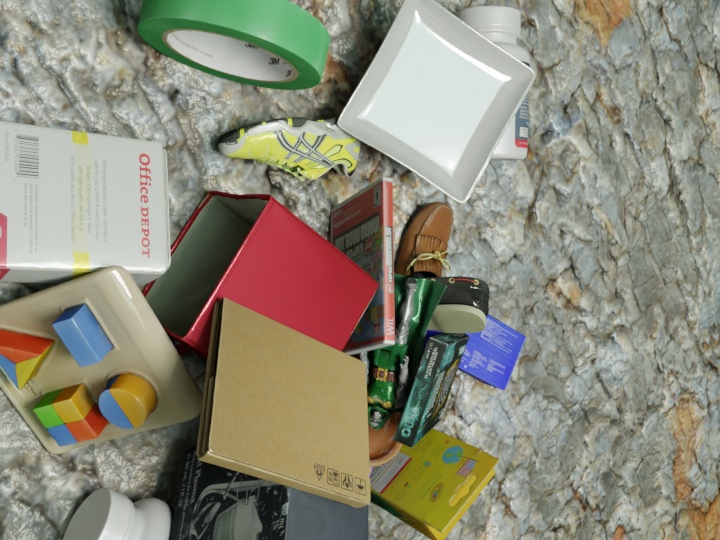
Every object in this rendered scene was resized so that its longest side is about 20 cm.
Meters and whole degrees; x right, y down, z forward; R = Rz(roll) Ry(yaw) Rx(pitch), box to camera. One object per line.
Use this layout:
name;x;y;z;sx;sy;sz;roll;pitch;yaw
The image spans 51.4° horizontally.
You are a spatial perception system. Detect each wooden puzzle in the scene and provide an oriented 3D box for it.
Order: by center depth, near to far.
wooden puzzle;-0.289;0.106;0.770;0.199;0.046;0.186;-19;113;16

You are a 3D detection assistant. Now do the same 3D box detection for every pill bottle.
pill bottle;-0.233;0.334;0.859;0.200;0.119;0.120;40;74;-30
pill bottle;0.177;-0.258;1.053;0.119;0.119;0.202;-3;98;-34

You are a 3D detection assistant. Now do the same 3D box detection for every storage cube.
storage cube;-0.123;0.034;0.866;0.180;0.171;0.201;38;75;-33

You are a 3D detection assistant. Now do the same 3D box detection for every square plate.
square plate;0.098;-0.219;0.958;0.199;0.028;0.199;30;90;-13

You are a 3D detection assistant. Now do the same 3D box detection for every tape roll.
tape roll;-0.134;-0.251;0.802;0.199;0.200;0.049;15;88;-34

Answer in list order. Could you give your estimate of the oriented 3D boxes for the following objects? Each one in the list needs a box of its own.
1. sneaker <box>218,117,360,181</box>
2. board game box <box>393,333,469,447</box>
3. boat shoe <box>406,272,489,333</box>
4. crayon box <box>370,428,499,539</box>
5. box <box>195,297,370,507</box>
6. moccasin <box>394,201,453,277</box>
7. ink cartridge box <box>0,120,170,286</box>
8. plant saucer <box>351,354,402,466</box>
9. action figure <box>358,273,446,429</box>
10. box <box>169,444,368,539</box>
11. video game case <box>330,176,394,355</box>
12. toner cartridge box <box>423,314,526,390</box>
sneaker;-0.079;-0.149;0.929;0.199;0.075;0.077;-9;99;-32
board game box;0.099;0.150;0.997;0.200;0.028;0.136;8;101;-74
boat shoe;0.072;0.040;0.992;0.074;0.200;0.063;66;32;-50
crayon box;0.093;0.287;1.026;0.127;0.200;0.051;-44;118;-21
box;-0.068;0.134;0.749;0.199;0.021;0.164;29;44;-35
moccasin;0.087;-0.001;1.059;0.073;0.078;0.202;31;78;-33
ink cartridge box;-0.305;-0.062;0.762;0.199;0.083;0.146;3;77;-34
plant saucer;-0.016;0.162;0.985;0.200;0.037;0.201;30;45;-35
action figure;0.035;0.106;0.943;0.055;0.117;0.201;-14;113;-62
box;-0.099;0.270;0.801;0.124;0.196;0.201;37;36;-34
video game case;0.000;0.000;0.930;0.017;0.143;0.201;6;75;-28
toner cartridge box;0.163;0.105;1.145;0.199;0.043;0.095;30;79;-33
